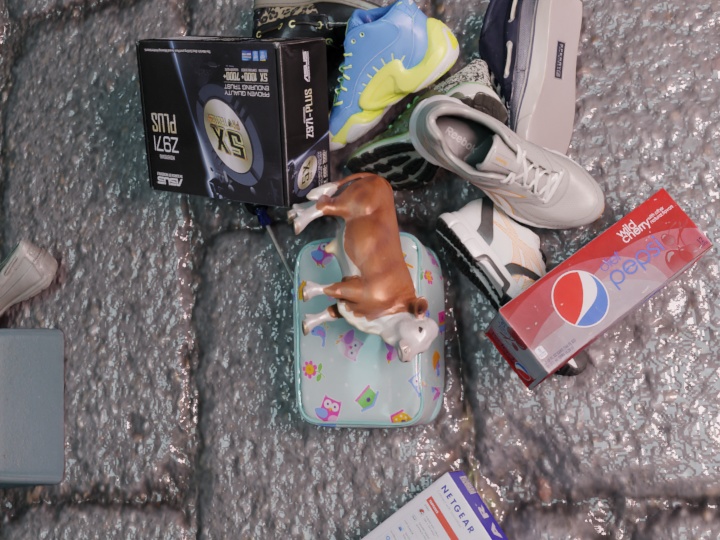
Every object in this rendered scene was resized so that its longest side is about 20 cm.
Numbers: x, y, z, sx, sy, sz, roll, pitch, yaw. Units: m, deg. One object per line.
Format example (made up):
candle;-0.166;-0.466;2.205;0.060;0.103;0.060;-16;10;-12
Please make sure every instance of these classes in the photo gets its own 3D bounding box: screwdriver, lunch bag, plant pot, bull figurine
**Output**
screwdriver;-0.098;-0.040;0.946;0.201;0.028;0.029;59;135;25
lunch bag;0.005;0.060;0.855;0.158;0.077;0.203;-6;78;26
plant pot;-0.506;0.169;1.008;0.194;0.200;0.199;-10;76;23
bull figurine;0.000;0.000;0.778;0.119;0.065;0.203;-6;63;-11

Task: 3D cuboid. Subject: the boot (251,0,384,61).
boot;-0.055;-0.231;0.940;0.201;0.073;0.156;15;90;31

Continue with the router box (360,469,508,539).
router box;0.079;0.327;0.786;0.179;0.049;0.201;-40;67;14

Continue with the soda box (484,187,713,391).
soda box;0.207;0.015;0.724;0.199;0.064;0.070;-34;74;-16

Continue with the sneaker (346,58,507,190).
sneaker;0.068;-0.152;0.866;0.198;0.077;0.090;-24;42;37

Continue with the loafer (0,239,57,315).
loafer;-0.491;0.026;1.091;0.199;0.070;0.070;-33;32;12

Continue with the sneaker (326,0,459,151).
sneaker;0.005;-0.214;0.873;0.199;0.076;0.105;-32;107;30

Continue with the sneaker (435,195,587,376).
sneaker;0.159;0.009;0.794;0.079;0.074;0.201;-32;78;-15

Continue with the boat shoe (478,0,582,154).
boat shoe;0.163;-0.187;0.838;0.092;0.074;0.203;10;90;49

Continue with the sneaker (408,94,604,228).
sneaker;0.134;-0.091;0.744;0.198;0.092;0.077;25;99;-4

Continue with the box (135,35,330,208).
box;-0.137;-0.166;0.894;0.198;0.086;0.166;11;112;30
